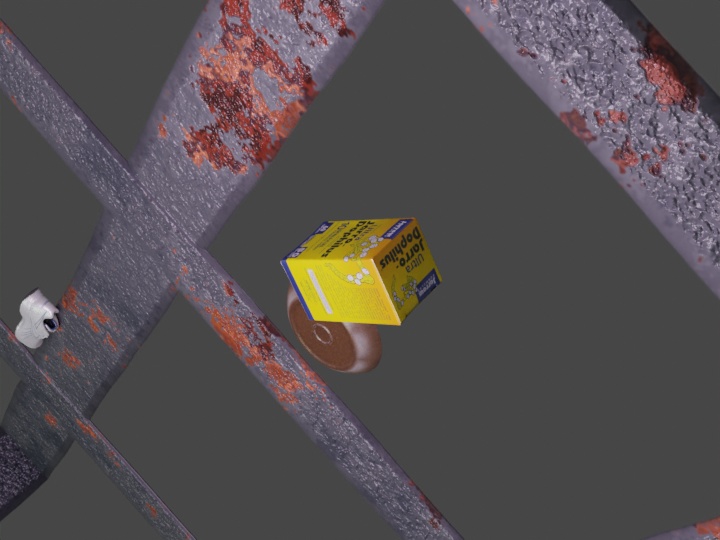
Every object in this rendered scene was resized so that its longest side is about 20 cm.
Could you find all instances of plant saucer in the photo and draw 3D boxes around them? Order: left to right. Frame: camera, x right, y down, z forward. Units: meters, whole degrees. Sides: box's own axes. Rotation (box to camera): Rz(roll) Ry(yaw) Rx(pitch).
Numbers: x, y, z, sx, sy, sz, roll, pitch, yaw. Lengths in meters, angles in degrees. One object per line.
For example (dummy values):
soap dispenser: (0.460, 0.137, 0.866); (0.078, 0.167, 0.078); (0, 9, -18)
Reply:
plant saucer: (-0.053, 0.095, 1.837); (0.198, 0.037, 0.203); (28, 139, 27)

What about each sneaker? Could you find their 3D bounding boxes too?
sneaker: (-0.736, 0.127, 2.573); (0.087, 0.075, 0.201); (36, 144, 8)

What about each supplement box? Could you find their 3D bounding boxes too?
supplement box: (0.000, 0.000, 1.626); (0.198, 0.109, 0.111); (0, 124, 46)
